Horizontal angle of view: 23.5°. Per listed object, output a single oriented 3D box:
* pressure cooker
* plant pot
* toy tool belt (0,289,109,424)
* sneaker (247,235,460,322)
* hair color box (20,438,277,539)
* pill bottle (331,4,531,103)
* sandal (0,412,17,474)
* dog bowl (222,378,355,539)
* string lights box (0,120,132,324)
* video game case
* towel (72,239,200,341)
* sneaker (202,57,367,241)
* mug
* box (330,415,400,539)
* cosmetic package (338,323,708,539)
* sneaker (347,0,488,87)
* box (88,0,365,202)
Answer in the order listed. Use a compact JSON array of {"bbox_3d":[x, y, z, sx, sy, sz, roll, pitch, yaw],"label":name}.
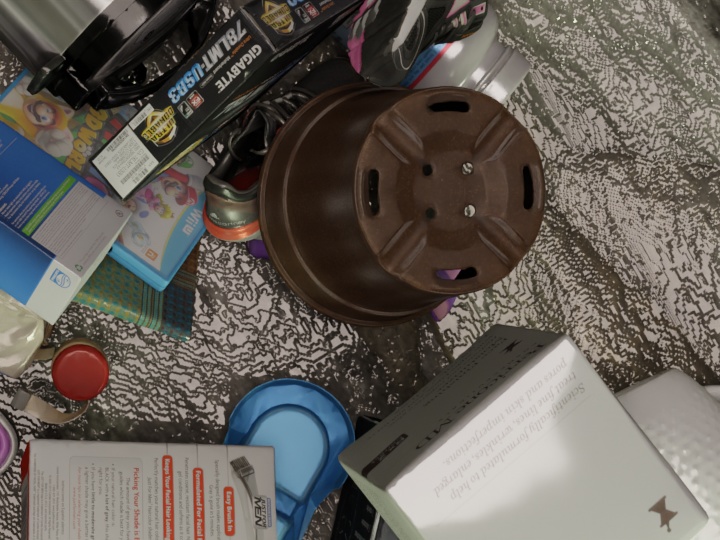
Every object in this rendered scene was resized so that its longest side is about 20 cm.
[{"bbox_3d":[-0.216,-0.232,1.402,0.176,0.179,0.200,-42,94,9],"label":"pressure cooker"},{"bbox_3d":[0.038,-0.054,1.331,0.198,0.198,0.203,0,90,-16],"label":"plant pot"},{"bbox_3d":[-0.295,0.033,1.419,0.199,0.123,0.126,28,97,-12],"label":"toy tool belt"},{"bbox_3d":[0.000,0.000,1.477,0.198,0.081,0.089,7,105,-5],"label":"sneaker"},{"bbox_3d":[-0.167,0.197,1.371,0.198,0.064,0.112,4,66,-16],"label":"hair color box"},{"bbox_3d":[0.045,-0.210,1.465,0.200,0.109,0.109,42,85,-5],"label":"pill bottle"},{"bbox_3d":[-0.370,0.098,1.437,0.202,0.050,0.083,33,85,-6],"label":"sandal"},{"bbox_3d":[-0.084,0.187,1.470,0.111,0.050,0.201,30,85,-2],"label":"dog bowl"},{"bbox_3d":[-0.285,-0.060,1.322,0.199,0.103,0.059,35,125,-4],"label":"string lights box"},{"bbox_3d":[-0.212,-0.087,1.432,0.199,0.018,0.144,36,43,-6],"label":"video game case"},{"bbox_3d":[-0.224,-0.026,1.407,0.199,0.147,0.022,23,129,-20],"label":"towel"},{"bbox_3d":[-0.060,-0.113,1.439,0.077,0.082,0.201,26,63,22],"label":"sneaker"},{"bbox_3d":[0.284,0.173,1.486,0.199,0.147,0.177,-22,84,-37],"label":"mug"},{"bbox_3d":[0.045,0.234,1.413,0.123,0.200,0.199,15,88,-8],"label":"box"},{"bbox_3d":[0.107,0.153,1.222,0.165,0.200,0.165,-39,96,-8],"label":"cosmetic package"},{"bbox_3d":[0.061,-0.209,1.354,0.086,0.080,0.201,42,49,-20],"label":"sneaker"},{"bbox_3d":[-0.097,-0.157,1.363,0.198,0.200,0.050,-37,94,33],"label":"box"}]
